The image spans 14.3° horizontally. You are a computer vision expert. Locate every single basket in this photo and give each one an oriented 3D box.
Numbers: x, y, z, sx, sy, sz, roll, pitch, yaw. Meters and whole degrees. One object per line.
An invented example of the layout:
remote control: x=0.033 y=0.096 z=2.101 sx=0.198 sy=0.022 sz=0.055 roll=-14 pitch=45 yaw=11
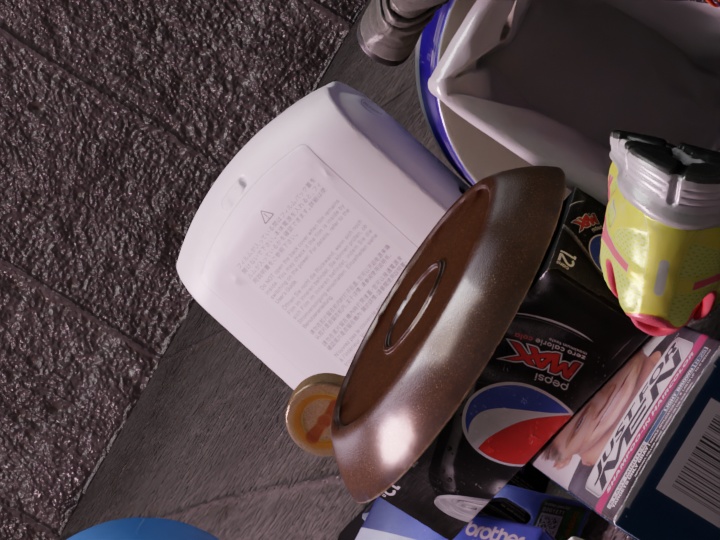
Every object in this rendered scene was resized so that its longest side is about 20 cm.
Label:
basket: x=0.149 y=-0.100 z=1.557 sx=0.136 sy=0.199 sz=0.123 roll=-57 pitch=3 yaw=2

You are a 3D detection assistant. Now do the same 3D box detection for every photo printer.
photo printer: x=0.000 y=0.000 z=1.695 sx=0.167 sy=0.200 sz=0.069 roll=-49 pitch=0 yaw=22

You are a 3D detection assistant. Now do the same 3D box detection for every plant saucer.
plant saucer: x=0.038 y=0.026 z=1.469 sx=0.201 sy=0.032 sz=0.200 roll=-56 pitch=11 yaw=16

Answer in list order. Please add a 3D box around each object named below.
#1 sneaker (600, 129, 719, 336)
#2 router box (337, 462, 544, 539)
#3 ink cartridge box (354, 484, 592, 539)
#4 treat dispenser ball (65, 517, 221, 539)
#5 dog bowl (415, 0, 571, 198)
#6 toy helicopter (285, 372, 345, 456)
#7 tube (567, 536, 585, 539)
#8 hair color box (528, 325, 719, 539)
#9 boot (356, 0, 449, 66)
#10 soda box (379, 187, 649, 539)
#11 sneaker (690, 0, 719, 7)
sneaker: x=0.146 y=-0.016 z=1.364 sx=0.200 sy=0.078 sz=0.091 roll=-21 pitch=-58 yaw=-77
router box: x=0.033 y=0.178 z=1.696 sx=0.200 sy=0.052 sz=0.158 roll=-49 pitch=14 yaw=45
ink cartridge box: x=0.032 y=0.192 z=1.525 sx=0.119 sy=0.042 sz=0.201 roll=10 pitch=61 yaw=41
treat dispenser ball: x=-0.143 y=0.263 z=1.884 sx=0.201 sy=0.200 sz=0.201 roll=-56 pitch=10 yaw=14
dog bowl: x=0.134 y=-0.120 z=1.667 sx=0.201 sy=0.200 sz=0.079 roll=-57 pitch=11 yaw=5
toy helicopter: x=0.047 y=0.047 z=1.611 sx=0.199 sy=0.133 sz=0.079 roll=-21 pitch=19 yaw=12
tube: x=0.092 y=0.181 z=1.352 sx=0.058 sy=0.052 sz=0.200 roll=-20 pitch=-21 yaw=-34
hair color box: x=0.148 y=0.080 z=1.388 sx=0.100 sy=0.060 sz=0.200 roll=-58 pitch=9 yaw=-1
boot: x=0.065 y=-0.210 z=1.571 sx=0.200 sy=0.068 sz=0.131 roll=-53 pitch=1 yaw=-19
soda box: x=0.077 y=0.051 z=1.469 sx=0.200 sy=0.063 sz=0.071 roll=-51 pitch=12 yaw=42
sneaker: x=0.217 y=-0.144 z=1.427 sx=0.075 sy=0.199 sz=0.079 roll=47 pitch=-127 yaw=-57
